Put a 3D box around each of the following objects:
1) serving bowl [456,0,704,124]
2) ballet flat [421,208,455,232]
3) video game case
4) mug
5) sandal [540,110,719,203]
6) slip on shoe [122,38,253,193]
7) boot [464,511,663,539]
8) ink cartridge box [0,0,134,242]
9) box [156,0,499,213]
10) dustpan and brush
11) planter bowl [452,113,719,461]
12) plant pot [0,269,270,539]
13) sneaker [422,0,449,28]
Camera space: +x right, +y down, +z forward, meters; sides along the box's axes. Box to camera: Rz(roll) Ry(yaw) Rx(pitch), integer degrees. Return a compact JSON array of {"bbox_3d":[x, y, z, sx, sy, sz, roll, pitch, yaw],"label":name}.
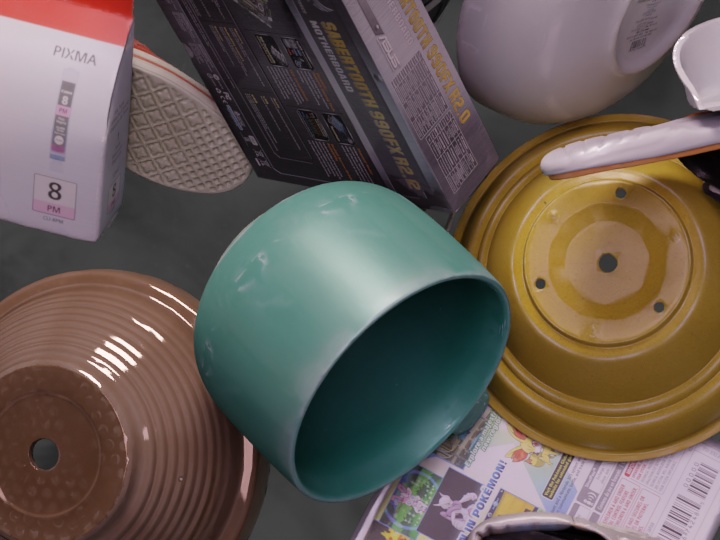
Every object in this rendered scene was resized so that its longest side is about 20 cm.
[{"bbox_3d":[0.143,-0.160,1.308,0.066,0.200,0.200,38,82,26],"label":"serving bowl"},{"bbox_3d":[0.000,0.000,1.361,0.075,0.068,0.200,42,81,-11],"label":"ballet flat"},{"bbox_3d":[0.096,0.153,1.343,0.182,0.022,0.200,27,82,8],"label":"video game case"},{"bbox_3d":[-0.012,0.039,1.263,0.152,0.185,0.114,-34,57,-22],"label":"mug"},{"bbox_3d":[0.191,-0.054,1.248,0.206,0.079,0.059,-13,96,-18],"label":"sandal"},{"bbox_3d":[-0.146,-0.114,1.387,0.200,0.061,0.074,30,124,-1],"label":"slip on shoe"},{"bbox_3d":[0.149,0.176,1.275,0.200,0.096,0.074,10,80,5],"label":"boot"},{"bbox_3d":[-0.211,-0.124,1.336,0.162,0.200,0.057,14,39,8],"label":"ink cartridge box"},{"bbox_3d":[-0.031,-0.127,1.278,0.158,0.200,0.048,11,52,43],"label":"box"},{"bbox_3d":[0.226,-0.130,1.297,0.139,0.200,0.057,-10,98,-4],"label":"dustpan and brush"},{"bbox_3d":[0.139,0.002,1.304,0.200,0.083,0.201,-2,81,11],"label":"planter bowl"},{"bbox_3d":[-0.157,0.099,1.304,0.200,0.093,0.201,-1,88,17],"label":"plant pot"},{"bbox_3d":[0.055,-0.222,1.374,0.073,0.112,0.200,26,81,6],"label":"sneaker"}]
